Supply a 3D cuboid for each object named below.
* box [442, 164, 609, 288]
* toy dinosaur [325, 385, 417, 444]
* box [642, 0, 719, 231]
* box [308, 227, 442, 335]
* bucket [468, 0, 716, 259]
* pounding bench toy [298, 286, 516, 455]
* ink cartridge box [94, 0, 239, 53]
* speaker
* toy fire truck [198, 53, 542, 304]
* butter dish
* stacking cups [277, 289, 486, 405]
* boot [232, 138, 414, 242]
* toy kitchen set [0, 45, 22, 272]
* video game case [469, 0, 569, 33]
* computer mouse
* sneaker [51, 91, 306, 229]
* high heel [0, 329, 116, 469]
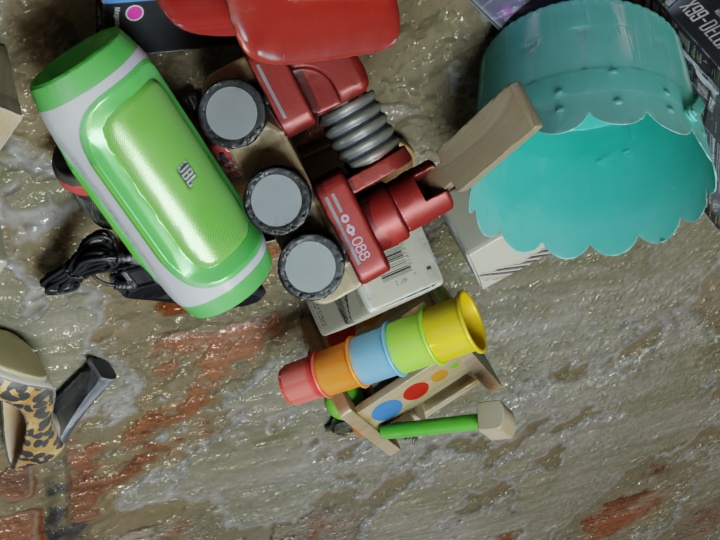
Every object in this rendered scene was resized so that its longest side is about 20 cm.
[{"bbox_3d":[0.181,-0.072,1.041,0.198,0.083,0.069,-28,143,4],"label":"box"},{"bbox_3d":[0.054,0.147,1.246,0.200,0.048,0.088,-41,133,12],"label":"toy dinosaur"},{"bbox_3d":[0.312,-0.147,0.968,0.049,0.159,0.201,-24,141,-3],"label":"box"},{"bbox_3d":[0.000,0.000,0.928,0.068,0.083,0.200,-22,176,-15],"label":"box"},{"bbox_3d":[0.188,-0.115,0.903,0.204,0.136,0.208,2,151,1],"label":"bucket"},{"bbox_3d":[0.046,0.115,1.078,0.155,0.201,0.124,-34,142,8],"label":"pounding bench toy"},{"bbox_3d":[-0.089,-0.208,0.772,0.198,0.037,0.095,-12,139,-21],"label":"ink cartridge box"},{"bbox_3d":[-0.143,-0.065,0.761,0.088,0.089,0.201,-30,116,5],"label":"speaker"},{"bbox_3d":[0.008,-0.092,0.745,0.198,0.177,0.129,-27,-173,2],"label":"toy fire truck"},{"bbox_3d":[-0.080,-0.218,0.659,0.146,0.202,0.199,-8,-171,31],"label":"butter dish"},{"bbox_3d":[0.015,0.080,0.997,0.198,0.061,0.061,-22,144,19],"label":"stacking cups"},{"bbox_3d":[-0.037,-0.064,0.930,0.198,0.076,0.074,-13,138,-18],"label":"boot"},{"bbox_3d":[-0.339,-0.053,0.697,0.179,0.164,0.200,19,123,-42],"label":"toy kitchen set"},{"bbox_3d":[0.141,-0.261,0.854,0.143,0.019,0.199,-41,140,18],"label":"video game case"},{"bbox_3d":[-0.159,-0.008,0.916,0.198,0.047,0.140,5,163,-30],"label":"computer mouse"},{"bbox_3d":[-0.135,-0.084,0.854,0.198,0.071,0.098,-17,141,-9],"label":"sneaker"},{"bbox_3d":[-0.331,0.128,0.976,0.143,0.072,0.199,-47,147,14],"label":"high heel"}]
